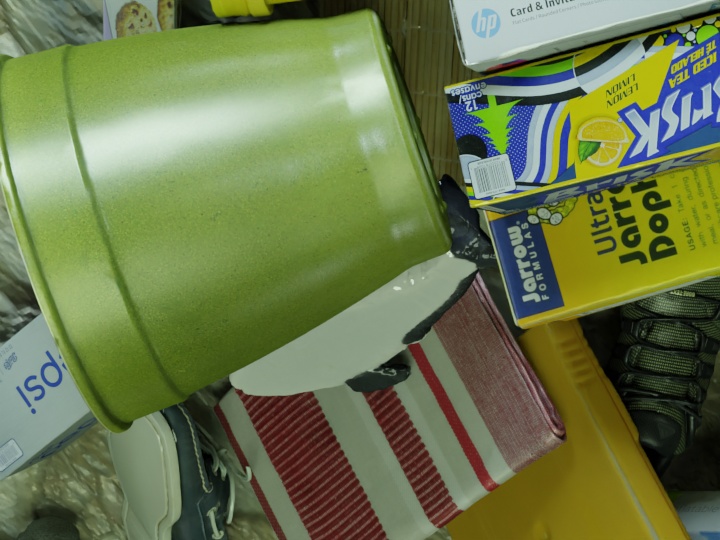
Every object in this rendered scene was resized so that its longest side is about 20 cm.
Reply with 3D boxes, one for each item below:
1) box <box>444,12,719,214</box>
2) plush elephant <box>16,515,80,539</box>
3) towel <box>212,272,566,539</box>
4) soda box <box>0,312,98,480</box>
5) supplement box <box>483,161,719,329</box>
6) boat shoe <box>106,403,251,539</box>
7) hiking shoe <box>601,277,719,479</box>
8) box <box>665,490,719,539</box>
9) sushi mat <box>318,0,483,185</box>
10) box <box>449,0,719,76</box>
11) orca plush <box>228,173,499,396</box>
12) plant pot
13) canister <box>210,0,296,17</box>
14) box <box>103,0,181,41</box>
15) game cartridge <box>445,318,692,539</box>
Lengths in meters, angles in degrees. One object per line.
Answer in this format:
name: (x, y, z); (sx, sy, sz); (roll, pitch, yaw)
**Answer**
box: (0.147, -0.081, 1.255); (0.200, 0.070, 0.064); (-13, 84, 17)
plush elephant: (-0.265, 0.252, 1.624); (0.155, 0.165, 0.200); (-3, 101, 52)
towel: (0.014, 0.084, 1.478); (0.200, 0.144, 0.023); (-38, 160, 30)
soda box: (-0.141, 0.037, 1.469); (0.200, 0.068, 0.063); (-38, 84, 27)
supplement box: (0.171, -0.049, 1.342); (0.200, 0.109, 0.110); (-17, 86, 16)
boat shoe: (-0.104, 0.130, 1.537); (0.062, 0.075, 0.200); (-27, 144, -19)
hiking shoe: (0.175, 0.053, 1.453); (0.076, 0.101, 0.200); (7, 130, -4)
box: (0.232, 0.184, 1.482); (0.200, 0.048, 0.122); (-4, 120, 42)
sushi mat: (0.025, -0.127, 1.374); (0.096, 0.012, 0.200); (4, 128, 2)
box: (0.159, -0.134, 1.282); (0.200, 0.156, 0.041); (-15, 84, 15)
orca plush: (0.000, 0.000, 1.428); (0.105, 0.071, 0.200); (22, 139, -18)
plant pot: (-0.061, -0.041, 1.299); (0.193, 0.200, 0.200); (-17, 126, 4)
canister: (0.019, -0.207, 1.258); (0.200, 0.087, 0.149); (-6, 117, 6)
box: (-0.112, -0.166, 1.335); (0.041, 0.039, 0.200); (4, 129, -1)
game cartridge: (0.115, 0.145, 1.470); (0.032, 0.200, 0.176); (-16, 163, -34)
